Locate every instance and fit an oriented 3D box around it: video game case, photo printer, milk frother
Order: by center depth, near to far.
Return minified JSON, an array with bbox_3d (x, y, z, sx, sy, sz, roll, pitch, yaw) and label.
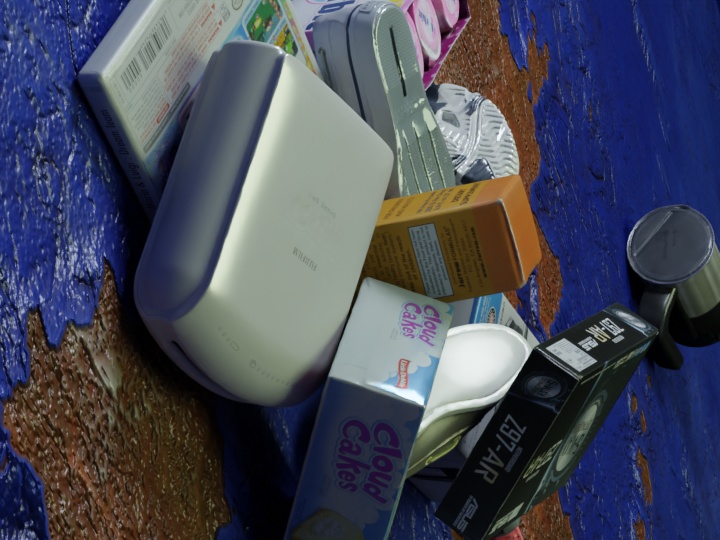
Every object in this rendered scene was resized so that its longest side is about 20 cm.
[{"bbox_3d":[-0.061,-0.020,1.343,0.166,0.069,0.200,41,62,-53],"label":"photo printer"},{"bbox_3d":[-0.095,-0.118,1.370,0.200,0.024,0.182,-62,143,-37],"label":"video game case"},{"bbox_3d":[0.465,0.033,2.800,0.188,0.200,0.181,53,37,-55],"label":"milk frother"}]

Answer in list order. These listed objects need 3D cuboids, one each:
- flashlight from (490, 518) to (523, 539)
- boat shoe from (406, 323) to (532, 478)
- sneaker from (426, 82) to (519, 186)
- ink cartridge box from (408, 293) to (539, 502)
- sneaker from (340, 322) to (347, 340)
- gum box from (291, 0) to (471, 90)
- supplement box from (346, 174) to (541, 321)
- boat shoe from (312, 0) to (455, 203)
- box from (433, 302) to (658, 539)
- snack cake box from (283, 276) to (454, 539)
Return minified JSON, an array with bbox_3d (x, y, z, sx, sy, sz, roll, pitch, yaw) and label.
[{"bbox_3d":[0.140,0.262,1.926,0.068,0.068,0.200,-75,152,-45],"label":"flashlight"},{"bbox_3d":[0.046,0.105,1.588,0.202,0.072,0.060,-30,152,-33],"label":"boat shoe"},{"bbox_3d":[0.059,-0.080,1.710,0.079,0.199,0.130,-33,137,-26],"label":"sneaker"},{"bbox_3d":[0.079,0.097,1.741,0.200,0.084,0.145,48,51,-60],"label":"ink cartridge box"},{"bbox_3d":[0.000,0.000,1.611,0.199,0.076,0.114,-84,175,-62],"label":"sneaker"},{"bbox_3d":[0.005,-0.182,1.630,0.200,0.113,0.066,-60,138,-62],"label":"gum box"},{"bbox_3d":[0.016,-0.010,1.451,0.067,0.200,0.069,-52,126,-66],"label":"supplement box"},{"bbox_3d":[0.015,-0.091,1.509,0.074,0.067,0.200,-25,110,-49],"label":"boat shoe"},{"bbox_3d":[0.146,0.115,1.659,0.160,0.044,0.200,-61,163,20],"label":"box"},{"bbox_3d":[0.001,0.121,1.424,0.115,0.067,0.200,-67,173,-54],"label":"snack cake box"}]
